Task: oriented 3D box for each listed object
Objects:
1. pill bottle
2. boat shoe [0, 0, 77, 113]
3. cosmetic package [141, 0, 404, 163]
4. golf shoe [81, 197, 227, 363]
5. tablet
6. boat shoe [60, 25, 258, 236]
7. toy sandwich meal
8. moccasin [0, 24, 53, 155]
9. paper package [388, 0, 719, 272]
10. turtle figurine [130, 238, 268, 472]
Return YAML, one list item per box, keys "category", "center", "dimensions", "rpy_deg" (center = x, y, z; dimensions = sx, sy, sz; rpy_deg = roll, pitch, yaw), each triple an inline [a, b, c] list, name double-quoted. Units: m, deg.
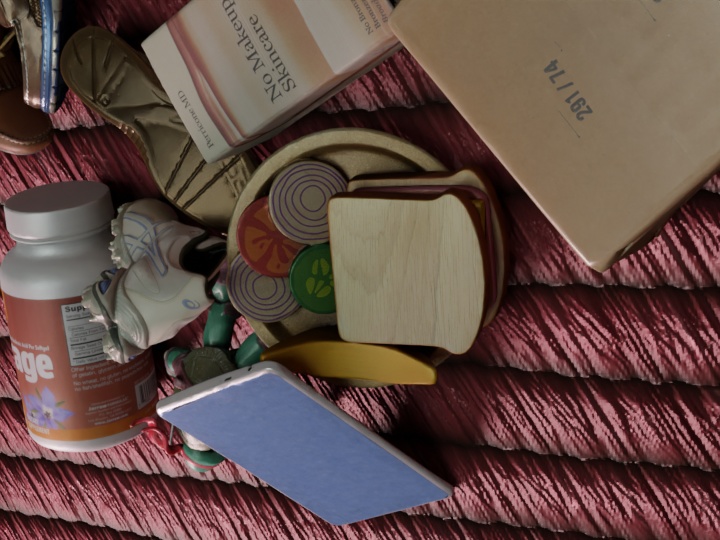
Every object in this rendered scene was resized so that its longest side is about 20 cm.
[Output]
- category: "pill bottle"
  center: [-0.230, 0.035, 1.158]
  dimensions: [0.112, 0.112, 0.202]
  rpy_deg: [8, 113, 34]
- category: "boat shoe"
  center: [-0.255, -0.220, 1.081]
  dimensions: [0.072, 0.072, 0.202]
  rpy_deg: [2, 104, -1]
- category: "cosmetic package"
  center: [-0.041, -0.164, 0.945]
  dimensions: [0.200, 0.087, 0.104]
  rpy_deg: [-31, 91, 41]
- category: "golf shoe"
  center: [-0.136, -0.003, 1.050]
  dimensions: [0.097, 0.200, 0.079]
  rpy_deg: [-19, 116, 8]
- category: "tablet"
  center: [-0.038, 0.130, 1.044]
  dimensions: [0.130, 0.014, 0.200]
  rpy_deg: [-22, 134, 38]
- category: "boat shoe"
  center: [-0.137, -0.107, 1.069]
  dimensions: [0.073, 0.063, 0.200]
  rpy_deg: [-44, 82, 14]
- category: "toy sandwich meal"
  center: [0.000, 0.000, 0.963]
  dimensions: [0.203, 0.070, 0.207]
  rpy_deg: [3, 108, 11]
- category: "moccasin"
  center: [-0.313, -0.181, 1.158]
  dimensions: [0.202, 0.073, 0.078]
  rpy_deg: [58, 141, 14]
- category: "paper package"
  center: [0.148, -0.137, 0.806]
  dimensions: [0.200, 0.103, 0.191]
  rpy_deg: [51, 129, 9]
- category: "turtle figurine"
  center: [-0.096, 0.085, 1.092]
  dimensions: [0.149, 0.101, 0.201]
  rpy_deg: [26, 114, 14]
